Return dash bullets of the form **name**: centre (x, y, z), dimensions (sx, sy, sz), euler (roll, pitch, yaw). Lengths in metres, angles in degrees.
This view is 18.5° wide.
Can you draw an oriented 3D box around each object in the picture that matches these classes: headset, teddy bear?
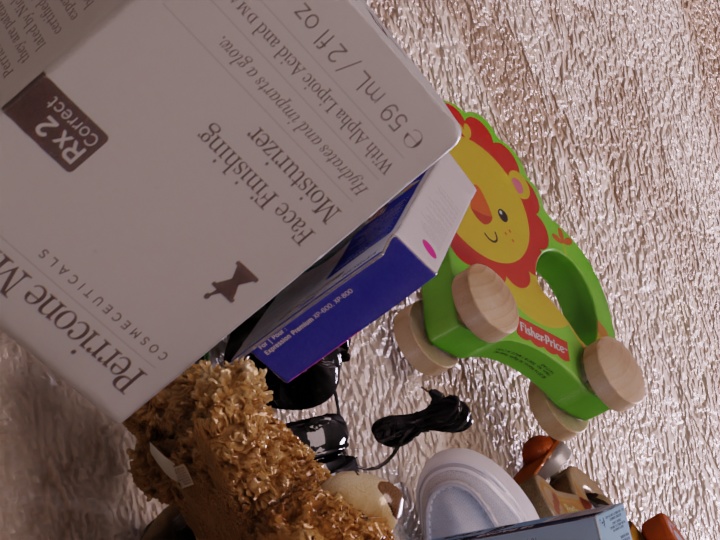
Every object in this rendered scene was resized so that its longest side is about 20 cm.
- **headset**: centre (-0.025, 0.068, 1.168), dimensions (0.200, 0.094, 0.124), euler (25, 57, -54)
- **teddy bear**: centre (-0.046, 0.090, 0.998), dimensions (0.067, 0.200, 0.145), euler (-32, 116, -24)

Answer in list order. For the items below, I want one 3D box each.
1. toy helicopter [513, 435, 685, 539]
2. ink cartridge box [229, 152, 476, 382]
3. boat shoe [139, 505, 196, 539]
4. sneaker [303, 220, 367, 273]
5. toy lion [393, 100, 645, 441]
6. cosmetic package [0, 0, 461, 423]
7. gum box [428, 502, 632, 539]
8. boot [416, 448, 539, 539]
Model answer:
- **toy helicopter**: centre (0.136, 0.152, 1.419), dimensions (0.132, 0.079, 0.200), euler (61, 13, 20)
- **ink cartridge box**: centre (0.000, 0.000, 1.087), dimensions (0.037, 0.095, 0.200), euler (52, 18, -5)
- **boat shoe**: centre (-0.075, 0.145, 1.076), dimensions (0.200, 0.072, 0.072), euler (-17, 93, -54)
- **sneaker**: centre (-0.035, -0.075, 1.070), dimensions (0.083, 0.121, 0.201), euler (23, 89, -34)
- **toy lion**: centre (0.086, -0.011, 1.406), dimensions (0.200, 0.069, 0.192), euler (28, 43, -37)
- **cosmetic package**: centre (-0.100, -0.081, 0.945), dimensions (0.165, 0.200, 0.165), euler (44, 8, -41)
- **gum box**: centre (0.084, 0.240, 1.201), dimensions (0.045, 0.170, 0.201), euler (-9, 85, -61)
- **boot**: centre (0.076, 0.210, 1.296), dimensions (0.200, 0.073, 0.096), euler (68, 23, -15)
